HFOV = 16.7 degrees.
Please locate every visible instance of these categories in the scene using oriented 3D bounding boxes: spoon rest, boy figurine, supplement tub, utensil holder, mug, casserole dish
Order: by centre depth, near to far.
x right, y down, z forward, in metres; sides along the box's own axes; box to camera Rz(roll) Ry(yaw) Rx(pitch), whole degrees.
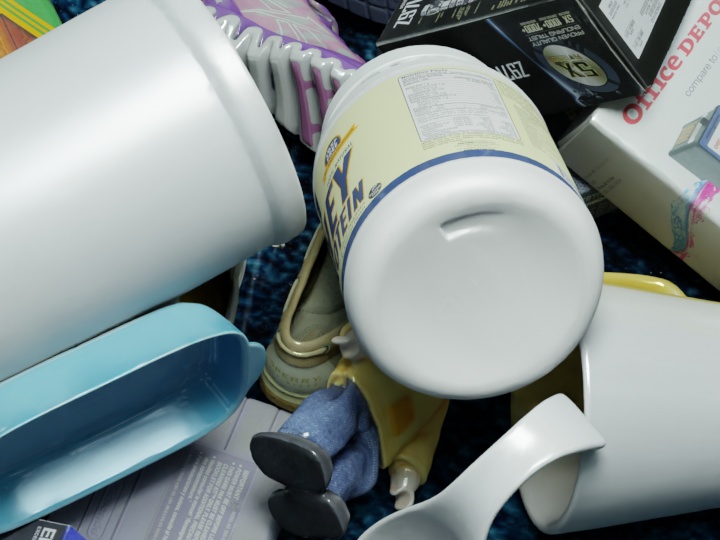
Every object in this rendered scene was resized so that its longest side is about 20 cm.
[{"bbox_3d":[-0.147,0.078,1.345,0.199,0.121,0.039,-26,64,-18],"label":"casserole dish"},{"bbox_3d":[-0.155,-0.045,1.349,0.199,0.170,0.170,-31,65,-11],"label":"utensil holder"},{"bbox_3d":[0.054,0.153,1.369,0.099,0.200,0.060,48,26,25],"label":"spoon rest"},{"bbox_3d":[0.050,-0.034,1.398,0.144,0.146,0.200,-5,28,-7],"label":"supplement tub"},{"bbox_3d":[0.020,0.081,1.447,0.064,0.125,0.200,6,32,40],"label":"boy figurine"},{"bbox_3d":[0.179,0.062,1.448,0.152,0.150,0.188,1,65,-12],"label":"mug"}]

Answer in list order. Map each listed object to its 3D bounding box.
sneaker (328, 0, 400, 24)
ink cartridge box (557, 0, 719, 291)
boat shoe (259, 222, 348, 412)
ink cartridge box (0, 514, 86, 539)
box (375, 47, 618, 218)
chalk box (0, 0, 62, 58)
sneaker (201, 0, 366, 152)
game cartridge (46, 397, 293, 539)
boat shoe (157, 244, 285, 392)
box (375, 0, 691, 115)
[{"bbox_3d":[-0.010,-0.222,1.635,0.199,0.074,0.082,17,48,18],"label":"sneaker"},{"bbox_3d":[0.244,-0.074,1.521,0.200,0.088,0.146,39,73,0],"label":"ink cartridge box"},{"bbox_3d":[-0.003,0.000,1.506,0.073,0.063,0.201,25,50,12],"label":"boat shoe"},{"bbox_3d":[-0.227,0.182,1.378,0.199,0.039,0.100,8,56,18],"label":"ink cartridge box"},{"bbox_3d":[0.130,-0.109,1.598,0.199,0.051,0.158,-21,63,-16],"label":"box"},{"bbox_3d":[-0.212,-0.052,1.499,0.124,0.124,0.201,-22,62,-16],"label":"chalk box"},{"bbox_3d":[-0.035,-0.136,1.583,0.199,0.081,0.088,25,48,24],"label":"sneaker"},{"bbox_3d":[-0.117,0.156,1.433,0.129,0.038,0.201,20,59,4],"label":"game cartridge"},{"bbox_3d":[-0.091,-0.011,1.477,0.074,0.086,0.203,35,39,-18],"label":"boat shoe"},{"bbox_3d":[0.127,-0.194,1.520,0.163,0.086,0.201,-10,43,43],"label":"box"}]
